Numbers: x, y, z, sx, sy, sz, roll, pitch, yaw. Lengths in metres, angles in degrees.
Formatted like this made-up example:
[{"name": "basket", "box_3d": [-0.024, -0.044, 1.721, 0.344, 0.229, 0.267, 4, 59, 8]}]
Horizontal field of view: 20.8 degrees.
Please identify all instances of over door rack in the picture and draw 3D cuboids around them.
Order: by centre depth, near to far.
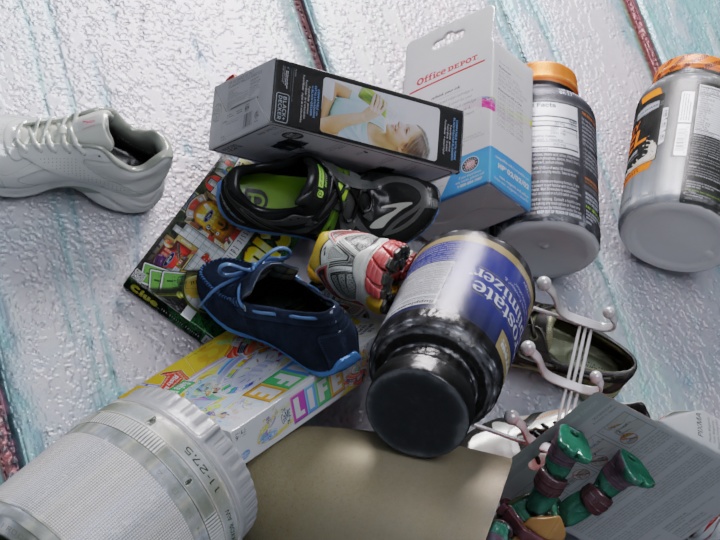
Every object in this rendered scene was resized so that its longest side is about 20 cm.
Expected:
[{"name": "over door rack", "box_3d": [0.118, 0.074, 1.726, 0.199, 0.067, 0.148, 14, 61, 6]}]

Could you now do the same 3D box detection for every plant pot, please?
[{"name": "plant pot", "box_3d": [-0.001, 0.204, 1.597, 0.199, 0.188, 0.188, 22, 54, 4]}]

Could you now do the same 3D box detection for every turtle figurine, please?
[{"name": "turtle figurine", "box_3d": [0.150, 0.227, 1.642, 0.149, 0.200, 0.101, 14, 27, -41]}]

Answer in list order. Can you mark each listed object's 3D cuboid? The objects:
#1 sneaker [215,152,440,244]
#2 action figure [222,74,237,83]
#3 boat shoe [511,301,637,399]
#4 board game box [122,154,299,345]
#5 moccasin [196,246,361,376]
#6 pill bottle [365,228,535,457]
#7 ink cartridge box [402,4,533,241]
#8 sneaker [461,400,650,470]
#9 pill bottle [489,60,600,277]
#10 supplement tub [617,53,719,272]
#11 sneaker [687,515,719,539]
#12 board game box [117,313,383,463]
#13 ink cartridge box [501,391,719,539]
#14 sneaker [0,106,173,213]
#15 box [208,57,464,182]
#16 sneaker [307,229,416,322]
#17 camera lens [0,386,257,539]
[{"name": "sneaker", "box_3d": [-0.028, -0.060, 1.724, 0.199, 0.083, 0.071, 5, 76, -3]}, {"name": "action figure", "box_3d": [-0.039, -0.133, 1.829, 0.199, 0.052, 0.066, 10, 52, -30]}, {"name": "boat shoe", "box_3d": [0.164, 0.058, 1.812, 0.200, 0.066, 0.072, 24, 56, -11]}, {"name": "board game box", "box_3d": [-0.118, -0.027, 1.754, 0.105, 0.023, 0.200, 37, 53, -5]}, {"name": "moccasin", "box_3d": [-0.066, 0.019, 1.633, 0.080, 0.068, 0.200, -34, 38, -31]}, {"name": "pill bottle", "box_3d": [0.071, 0.060, 1.604, 0.112, 0.112, 0.200, 34, 36, -5]}, {"name": "ink cartridge box", "box_3d": [0.100, -0.137, 1.850, 0.068, 0.115, 0.201, 31, 51, -40]}, {"name": "sneaker", "box_3d": [0.174, 0.150, 1.758, 0.199, 0.080, 0.074, -10, 70, -28]}, {"name": "pill bottle", "box_3d": [0.176, -0.102, 1.885, 0.106, 0.106, 0.201, 14, 57, -18]}, {"name": "supplement tub", "box_3d": [0.327, -0.110, 1.951, 0.122, 0.123, 0.201, 23, 55, -12]}, {"name": "sneaker", "box_3d": [0.331, 0.252, 1.778, 0.112, 0.071, 0.201, 11, 51, -25]}, {"name": "board game box", "box_3d": [-0.084, 0.089, 1.632, 0.200, 0.134, 0.034, -33, 123, -41]}, {"name": "ink cartridge box", "box_3d": [0.225, 0.169, 1.693, 0.200, 0.163, 0.057, 31, 37, -23]}, {"name": "sneaker", "box_3d": [-0.253, -0.112, 1.688, 0.199, 0.099, 0.078, 6, 60, -23]}, {"name": "box", "box_3d": [-0.021, -0.124, 1.740, 0.199, 0.116, 0.060, 13, 74, -30]}, {"name": "sneaker", "box_3d": [0.000, 0.000, 1.697, 0.082, 0.200, 0.078, 20, 80, 8]}, {"name": "camera lens", "box_3d": [-0.196, 0.203, 1.499, 0.160, 0.160, 0.200, 46, 53, 5]}]
